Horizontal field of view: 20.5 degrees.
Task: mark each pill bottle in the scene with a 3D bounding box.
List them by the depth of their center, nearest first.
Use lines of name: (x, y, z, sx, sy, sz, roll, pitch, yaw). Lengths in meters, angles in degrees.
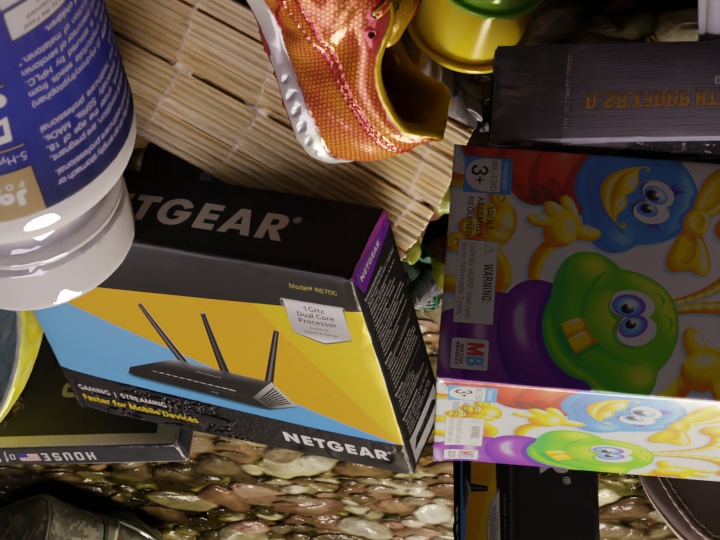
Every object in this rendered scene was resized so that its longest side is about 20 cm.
pill bottle: (-0.163, -0.082, 0.867, 0.119, 0.120, 0.201, -1, 136, 11)

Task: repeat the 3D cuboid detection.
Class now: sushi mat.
sushi mat: (-0.051, -0.077, 0.927, 0.199, 0.012, 0.096, 29, 126, -4)

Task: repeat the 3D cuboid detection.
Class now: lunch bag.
lunch bag: (-0.246, 0.277, 1.648, 0.167, 0.140, 0.200, 24, 149, -33)

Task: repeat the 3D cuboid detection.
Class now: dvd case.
dvd case: (-0.184, 0.042, 1.144, 0.199, 0.151, 0.025, -3, 146, 15)

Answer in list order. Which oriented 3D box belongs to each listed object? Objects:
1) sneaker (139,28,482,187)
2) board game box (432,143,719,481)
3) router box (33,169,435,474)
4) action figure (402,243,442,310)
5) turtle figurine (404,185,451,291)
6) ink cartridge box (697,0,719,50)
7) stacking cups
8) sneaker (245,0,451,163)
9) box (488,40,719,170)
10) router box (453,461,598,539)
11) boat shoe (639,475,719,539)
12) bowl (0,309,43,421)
sneaker: (-0.030, -0.058, 0.999, 0.199, 0.075, 0.082, -16, 147, 36)
board game box: (0.132, 0.022, 0.812, 0.199, 0.105, 0.103, 4, 157, 3)
router box: (-0.069, 0.022, 0.991, 0.199, 0.051, 0.150, 9, 141, 24)
action figure: (0.000, 0.000, 1.098, 0.118, 0.055, 0.200, 4, 177, 28)
turtle figurine: (0.093, -0.052, 0.996, 0.161, 0.065, 0.200, -27, 155, 17)
ink cartridge box: (0.232, -0.144, 0.766, 0.199, 0.084, 0.145, 2, 155, 9)
stacking cups: (0.063, -0.156, 0.801, 0.060, 0.061, 0.200, 8, 153, -6)
sneaker: (-0.018, -0.131, 0.829, 0.077, 0.073, 0.200, -11, 134, 24)
box: (0.148, -0.034, 0.875, 0.157, 0.049, 0.200, -1, 157, 12)
router box: (0.089, 0.086, 1.112, 0.051, 0.201, 0.149, 5, 153, -8)
boat shoe: (0.174, 0.070, 1.095, 0.072, 0.201, 0.060, -23, 147, 8)
bowl: (-0.249, 0.000, 1.093, 0.199, 0.201, 0.108, -6, -165, 21)
